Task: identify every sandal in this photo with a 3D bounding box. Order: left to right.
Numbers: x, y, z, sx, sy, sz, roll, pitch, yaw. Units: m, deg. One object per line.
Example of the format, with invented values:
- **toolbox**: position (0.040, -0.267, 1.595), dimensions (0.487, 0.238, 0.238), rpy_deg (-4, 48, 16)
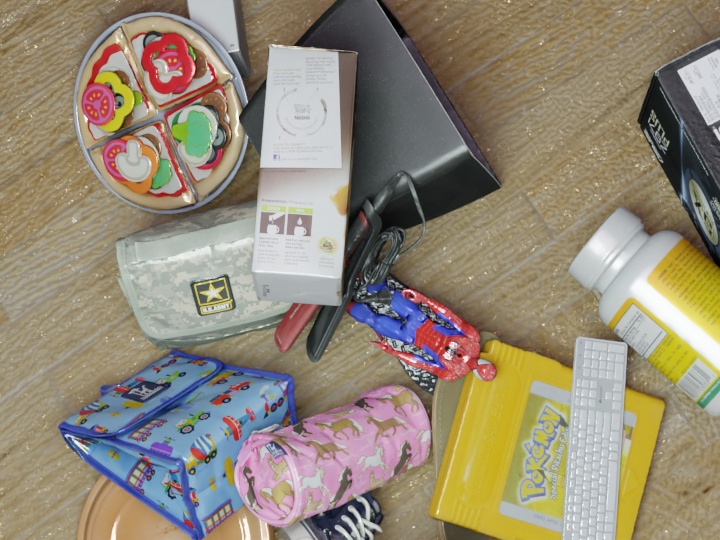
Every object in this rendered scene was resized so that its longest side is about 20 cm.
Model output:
- **sandal**: position (0.042, 0.047, 1.681), dimensions (0.200, 0.045, 0.075), rpy_deg (42, 92, 2)
- **sandal**: position (0.093, 0.166, 1.645), dimensions (0.077, 0.070, 0.214), rpy_deg (6, 84, -19)

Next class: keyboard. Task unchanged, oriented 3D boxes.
- **keyboard**: position (0.221, 0.165, 1.616), dimensions (0.056, 0.011, 0.202), rpy_deg (7, 83, -17)

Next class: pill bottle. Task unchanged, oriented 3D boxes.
- **pill bottle**: position (0.299, 0.034, 1.637), dimensions (0.200, 0.113, 0.113), rpy_deg (41, 83, 11)

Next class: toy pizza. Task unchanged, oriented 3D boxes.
- **toy pizza**: position (-0.203, -0.154, 1.704), dimensions (0.199, 0.032, 0.202), rpy_deg (5, 103, 21)

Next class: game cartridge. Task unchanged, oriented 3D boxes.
- **game cartridge**: position (0.178, 0.176, 1.620), dimensions (0.199, 0.032, 0.178), rpy_deg (19, 79, -17)

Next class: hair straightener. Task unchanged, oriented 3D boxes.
- **hair straightener**: position (0.000, 0.000, 1.573), dimensions (0.077, 0.041, 0.201), rpy_deg (22, 107, -29)

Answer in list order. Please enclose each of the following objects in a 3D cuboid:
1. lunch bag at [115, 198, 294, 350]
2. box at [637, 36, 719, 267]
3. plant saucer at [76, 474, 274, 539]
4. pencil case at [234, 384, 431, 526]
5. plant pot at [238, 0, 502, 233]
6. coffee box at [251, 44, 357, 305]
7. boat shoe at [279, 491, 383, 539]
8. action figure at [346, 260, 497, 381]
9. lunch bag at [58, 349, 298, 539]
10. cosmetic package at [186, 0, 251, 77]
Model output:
- **lunch bag**: position (-0.137, 0.001, 1.628), dimensions (0.163, 0.200, 0.119), rpy_deg (-12, 77, 0)
- **box**: position (0.353, -0.100, 1.636), dimensions (0.086, 0.164, 0.201), rpy_deg (-26, 79, -2)
- **plant saucer**: position (-0.180, 0.262, 1.641), dimensions (0.199, 0.032, 0.202), rpy_deg (-2, 83, 16)
- **pencil case**: position (-0.022, 0.167, 1.580), dimensions (0.082, 0.199, 0.087), rpy_deg (10, 108, 42)
- **plant pot**: position (0.000, -0.131, 1.658), dimensions (0.177, 0.199, 0.201), rpy_deg (-32, 78, 8)
- **coffee box**: position (-0.047, -0.081, 1.490), dimensions (0.079, 0.114, 0.202), rpy_deg (4, 78, -1)
- **boat shoe**: position (-0.017, 0.242, 1.580), dimensions (0.092, 0.200, 0.075), rpy_deg (-28, 112, -9)
- **action figure**: position (0.043, 0.050, 1.606), dimensions (0.199, 0.052, 0.066), rpy_deg (30, 90, 20)
- **lunch bag**: position (-0.174, 0.147, 1.617), dimensions (0.199, 0.095, 0.150), rpy_deg (18, 42, 39)
- **cosmetic package**: position (-0.153, -0.302, 1.751), dimensions (0.050, 0.083, 0.202), rpy_deg (-9, 77, 1)
